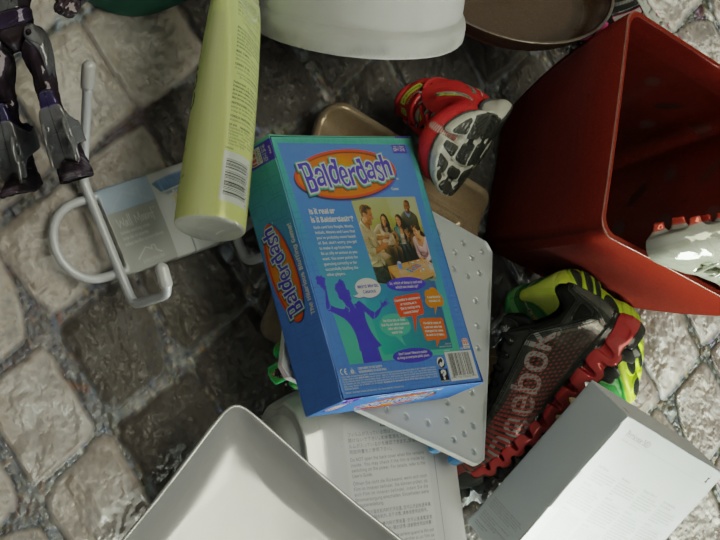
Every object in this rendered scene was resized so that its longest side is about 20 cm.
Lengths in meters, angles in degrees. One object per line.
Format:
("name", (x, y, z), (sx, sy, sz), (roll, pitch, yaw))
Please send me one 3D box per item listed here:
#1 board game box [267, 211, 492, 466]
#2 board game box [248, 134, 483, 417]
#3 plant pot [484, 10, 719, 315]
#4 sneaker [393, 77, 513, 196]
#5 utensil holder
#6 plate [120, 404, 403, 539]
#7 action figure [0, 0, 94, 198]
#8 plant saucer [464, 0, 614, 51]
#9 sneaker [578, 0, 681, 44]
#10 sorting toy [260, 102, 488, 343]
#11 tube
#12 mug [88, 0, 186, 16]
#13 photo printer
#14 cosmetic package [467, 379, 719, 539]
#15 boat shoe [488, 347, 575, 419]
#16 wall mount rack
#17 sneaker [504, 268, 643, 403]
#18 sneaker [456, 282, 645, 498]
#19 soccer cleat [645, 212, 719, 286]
("board game box", (0.018, 0.030, 1.445), (0.200, 0.026, 0.200), (27, 53, -32))
("board game box", (0.000, 0.000, 1.389), (0.152, 0.045, 0.201), (-3, 73, -45))
("plant pot", (0.220, -0.072, 1.615), (0.200, 0.176, 0.200), (25, 65, -34))
("sneaker", (0.062, -0.116, 1.518), (0.085, 0.077, 0.200), (31, 13, 4))
("utensil holder", (0.008, -0.278, 1.429), (0.170, 0.170, 0.201), (-14, 120, -42))
("plate", (-0.077, 0.230, 1.335), (0.200, 0.032, 0.200), (41, 74, -6))
("action figure", (-0.234, -0.154, 1.285), (0.069, 0.130, 0.201), (-31, 107, -77))
("plant saucer", (0.117, -0.250, 1.604), (0.200, 0.032, 0.201), (12, 44, -12))
("sneaker", (0.228, -0.205, 1.717), (0.200, 0.074, 0.088), (36, 53, -36))
("sorting toy", (0.011, -0.008, 1.518), (0.185, 0.036, 0.201), (29, 67, -33))
("tube", (-0.096, -0.121, 1.346), (0.052, 0.058, 0.201), (13, 70, -22))
("mug", (-0.154, -0.264, 1.372), (0.185, 0.114, 0.152), (-46, 111, -37))
("photo printer", (0.003, 0.181, 1.442), (0.166, 0.069, 0.201), (-2, 82, -41))
("cosmetic package", (0.194, 0.183, 1.530), (0.151, 0.052, 0.200), (-48, 144, 8))
("boat shoe", (0.154, 0.111, 1.591), (0.200, 0.065, 0.072), (28, 63, -33))
("wall mount rack", (-0.138, -0.073, 1.372), (0.200, 0.074, 0.174), (-22, 92, -43))
("sneaker", (0.187, 0.054, 1.629), (0.200, 0.083, 0.074), (44, 51, -48))
("sneaker", (0.129, 0.090, 1.510), (0.098, 0.071, 0.200), (44, 93, 0))
("soccer cleat", (0.303, -0.009, 1.513), (0.200, 0.069, 0.078), (-3, 86, -44))
